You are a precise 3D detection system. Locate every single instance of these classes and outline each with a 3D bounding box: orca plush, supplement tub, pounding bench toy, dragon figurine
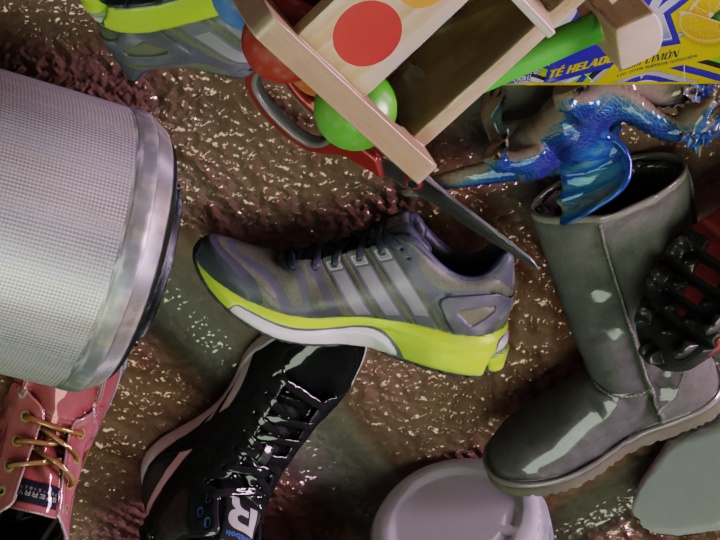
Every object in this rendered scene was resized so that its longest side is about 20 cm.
[{"bbox_3d":[0.265,0.105,1.353,0.105,0.071,0.200,41,121,18],"label":"orca plush"},{"bbox_3d":[0.082,0.235,1.383,0.122,0.123,0.201,-12,130,4],"label":"supplement tub"},{"bbox_3d":[0.038,-0.125,0.986,0.156,0.124,0.200,-43,127,10],"label":"pounding bench toy"},{"bbox_3d":[0.120,-0.069,1.171,0.200,0.059,0.099,-38,124,22],"label":"dragon figurine"}]

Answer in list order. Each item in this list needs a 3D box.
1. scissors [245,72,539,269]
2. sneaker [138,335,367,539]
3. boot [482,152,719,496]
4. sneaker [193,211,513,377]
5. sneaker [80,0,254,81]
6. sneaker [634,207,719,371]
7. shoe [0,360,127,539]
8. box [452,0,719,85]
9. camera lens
[{"bbox_3d":[0.017,-0.057,1.164,0.073,0.014,0.200,-29,116,34],"label":"scissors"},{"bbox_3d":[-0.061,0.120,1.274,0.073,0.112,0.200,30,121,-29],"label":"sneaker"},{"bbox_3d":[0.138,0.036,1.256,0.181,0.073,0.200,-27,136,-2],"label":"boot"},{"bbox_3d":[0.000,0.000,1.204,0.199,0.074,0.081,11,113,-12],"label":"sneaker"},{"bbox_3d":[-0.049,-0.148,1.087,0.199,0.074,0.081,-5,145,1],"label":"sneaker"},{"bbox_3d":[0.243,-0.017,1.199,0.201,0.071,0.098,-54,146,6],"label":"sneaker"},{"bbox_3d":[-0.192,0.108,1.261,0.071,0.091,0.201,13,127,-18],"label":"shoe"},{"bbox_3d":[0.153,-0.145,1.104,0.199,0.070,0.065,-2,128,-6],"label":"box"},{"bbox_3d":[-0.207,-0.030,1.097,0.199,0.160,0.160,16,127,-19],"label":"camera lens"}]
